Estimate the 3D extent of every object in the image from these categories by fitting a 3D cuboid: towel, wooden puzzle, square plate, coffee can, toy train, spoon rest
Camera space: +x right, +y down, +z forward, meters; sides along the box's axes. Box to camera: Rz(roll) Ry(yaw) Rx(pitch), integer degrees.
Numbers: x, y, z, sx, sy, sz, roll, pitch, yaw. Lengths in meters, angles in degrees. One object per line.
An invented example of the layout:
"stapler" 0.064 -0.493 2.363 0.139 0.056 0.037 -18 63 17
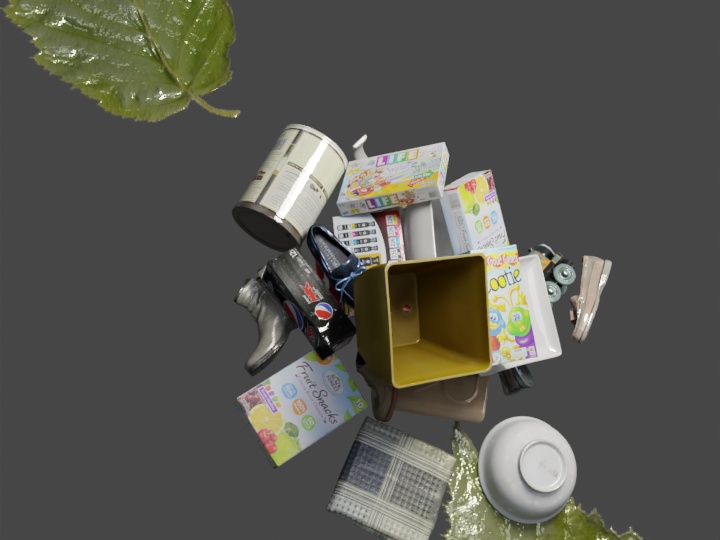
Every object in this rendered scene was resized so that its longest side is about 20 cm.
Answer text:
"towel" 0.061 0.394 1.637 0.199 0.035 0.193 25 67 -2
"wooden puzzle" 0.157 0.179 1.690 0.184 0.046 0.201 7 75 12
"square plate" 0.275 0.082 1.674 0.197 0.028 0.202 -10 85 -27
"coffee can" -0.132 -0.155 1.692 0.146 0.146 0.201 30 69 -2
"toy train" 0.344 0.034 1.783 0.114 0.085 0.200 39 69 11
"spoon rest" 0.052 -0.181 1.799 0.099 0.061 0.200 -43 100 -19

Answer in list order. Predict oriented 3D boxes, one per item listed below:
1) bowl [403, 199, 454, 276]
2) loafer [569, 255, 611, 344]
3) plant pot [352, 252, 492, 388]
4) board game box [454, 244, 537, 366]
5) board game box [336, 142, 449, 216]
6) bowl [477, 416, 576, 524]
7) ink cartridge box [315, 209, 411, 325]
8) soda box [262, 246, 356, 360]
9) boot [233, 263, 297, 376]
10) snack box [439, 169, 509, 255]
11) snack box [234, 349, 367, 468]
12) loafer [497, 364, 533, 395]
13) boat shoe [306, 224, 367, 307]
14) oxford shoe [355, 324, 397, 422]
"bowl" 0.143 -0.047 1.715 0.074 0.200 0.201 -13 66 23
"loafer" 0.455 0.058 1.812 0.063 0.072 0.201 21 63 12
"plant pot" 0.090 0.076 1.522 0.199 0.176 0.202 -6 95 -28
"board game box" 0.228 0.066 1.581 0.104 0.103 0.202 -8 83 -27
"board game box" 0.062 -0.172 1.680 0.199 0.034 0.135 -10 39 20
"bowl" 0.327 0.370 1.669 0.199 0.090 0.203 3 73 -11
"ink cartridge box" 0.000 0.000 1.690 0.174 0.084 0.202 -7 73 0
"soda box" -0.094 0.059 1.625 0.071 0.063 0.200 -29 73 -29
"boot" -0.187 0.090 1.655 0.130 0.068 0.200 36 61 3
"snack box" 0.228 -0.081 1.732 0.142 0.053 0.201 -30 108 -49
"snack box" -0.108 0.244 1.619 0.199 0.053 0.143 -30 83 -20
"loafer" 0.261 0.151 1.735 0.201 0.063 0.072 61 27 10
"boat shoe" -0.035 0.001 1.612 0.200 0.069 0.084 43 81 11
"oxford shoe" 0.021 0.186 1.636 0.074 0.070 0.202 -9 101 -29
